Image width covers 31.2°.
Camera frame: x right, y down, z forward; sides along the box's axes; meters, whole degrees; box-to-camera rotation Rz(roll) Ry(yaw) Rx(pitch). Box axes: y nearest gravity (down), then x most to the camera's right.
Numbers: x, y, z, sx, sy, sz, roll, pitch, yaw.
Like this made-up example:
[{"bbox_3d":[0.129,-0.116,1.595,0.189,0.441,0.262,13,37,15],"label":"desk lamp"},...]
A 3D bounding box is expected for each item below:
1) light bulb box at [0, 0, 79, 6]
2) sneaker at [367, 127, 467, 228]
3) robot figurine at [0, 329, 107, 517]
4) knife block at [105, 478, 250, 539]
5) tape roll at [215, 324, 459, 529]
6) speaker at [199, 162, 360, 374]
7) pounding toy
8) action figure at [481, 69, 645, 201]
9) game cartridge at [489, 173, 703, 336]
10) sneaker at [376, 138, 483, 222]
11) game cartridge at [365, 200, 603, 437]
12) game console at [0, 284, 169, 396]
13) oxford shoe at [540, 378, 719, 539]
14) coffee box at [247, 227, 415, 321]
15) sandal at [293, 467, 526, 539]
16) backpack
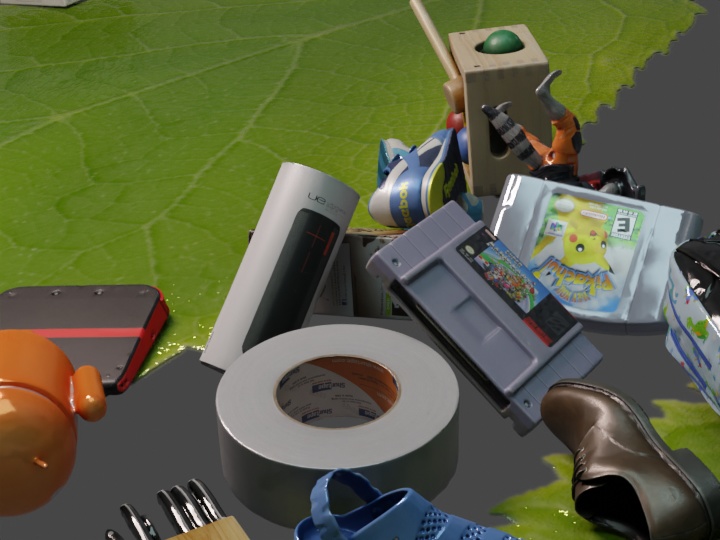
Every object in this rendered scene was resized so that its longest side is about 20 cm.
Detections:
[{"bbox_3d":[-0.616,-0.630,2.634,0.196,0.126,0.200,10,30,31],"label":"light bulb box"},{"bbox_3d":[0.063,-0.097,1.344,0.081,0.075,0.200,-10,16,19],"label":"sneaker"},{"bbox_3d":[-0.295,0.128,1.078,0.142,0.118,0.200,16,20,-18],"label":"robot figurine"},{"bbox_3d":[-0.094,0.219,0.904,0.197,0.065,0.176,3,29,19],"label":"knife block"},{"bbox_3d":[-0.018,0.125,1.055,0.197,0.067,0.201,-1,31,0],"label":"tape roll"},{"bbox_3d":[-0.072,0.006,1.172,0.080,0.202,0.081,22,-9,4],"label":"speaker"},{"bbox_3d":[0.146,-0.219,1.563,0.140,0.202,0.185,-7,26,-1],"label":"pounding toy"},{"bbox_3d":[0.184,-0.086,1.340,0.104,0.196,0.199,-21,-2,-38],"label":"action figure"},{"bbox_3d":[0.215,-0.011,1.233,0.198,0.040,0.135,13,76,21],"label":"game cartridge"},{"bbox_3d":[0.073,-0.093,1.485,0.080,0.077,0.200,-8,33,-18],"label":"sneaker"},{"bbox_3d":[0.112,0.035,1.129,0.200,0.038,0.129,47,50,10],"label":"game cartridge"},{"bbox_3d":[-0.303,0.072,1.292,0.197,0.031,0.178,-2,33,11],"label":"game console"},{"bbox_3d":[0.186,0.145,0.981,0.084,0.074,0.200,-18,29,-19],"label":"oxford shoe"},{"bbox_3d":[0.000,0.000,1.264,0.197,0.081,0.113,3,6,17],"label":"coffee box"},{"bbox_3d":[0.036,0.193,0.906,0.197,0.088,0.080,5,27,18],"label":"sandal"},{"bbox_3d":[0.334,0.046,1.085,0.161,0.155,0.201,-15,49,-13],"label":"backpack"}]
